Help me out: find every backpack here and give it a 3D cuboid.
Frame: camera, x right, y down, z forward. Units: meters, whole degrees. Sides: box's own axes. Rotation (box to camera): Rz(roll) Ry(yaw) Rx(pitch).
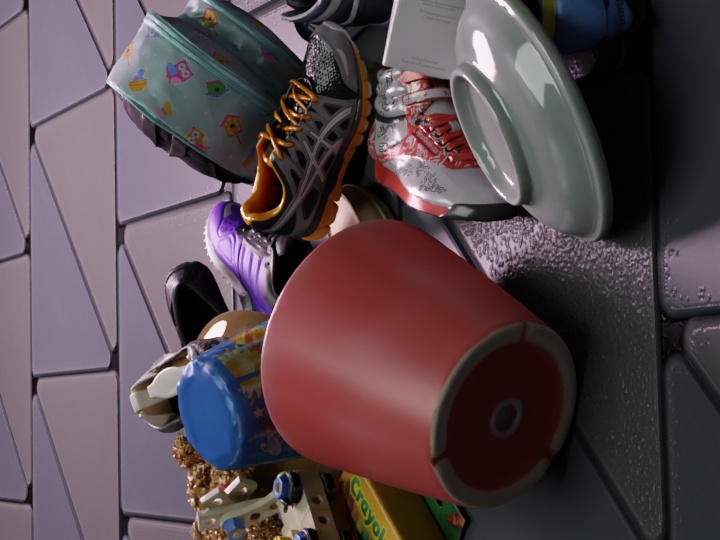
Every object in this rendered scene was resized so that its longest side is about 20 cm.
[{"bbox_3d":[-0.137,-0.168,1.562,0.154,0.175,0.200,-53,-5,11],"label":"backpack"}]

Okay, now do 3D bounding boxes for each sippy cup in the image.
[{"bbox_3d":[-0.078,0.104,1.413,0.139,0.130,0.179,28,124,43],"label":"sippy cup"}]

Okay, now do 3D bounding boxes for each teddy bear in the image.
[{"bbox_3d":[-0.119,0.239,1.587,0.144,0.067,0.201,13,127,39],"label":"teddy bear"}]

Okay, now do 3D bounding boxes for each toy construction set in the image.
[{"bbox_3d":[-0.062,0.249,1.453,0.200,0.092,0.132,55,134,32],"label":"toy construction set"}]

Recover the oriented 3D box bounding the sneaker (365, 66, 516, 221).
[{"bbox_3d":[0.063,-0.109,1.356,0.201,0.067,0.109,-147,60,-60],"label":"sneaker"}]

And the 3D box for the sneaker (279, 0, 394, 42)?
[{"bbox_3d":[-0.040,-0.244,1.507,0.200,0.108,0.071,1,90,61],"label":"sneaker"}]

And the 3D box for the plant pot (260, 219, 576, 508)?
[{"bbox_3d":[0.053,0.081,1.264,0.177,0.199,0.202,24,110,48],"label":"plant pot"}]

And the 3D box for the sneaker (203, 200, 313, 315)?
[{"bbox_3d":[-0.085,-0.010,1.635,0.100,0.069,0.201,-56,45,34],"label":"sneaker"}]

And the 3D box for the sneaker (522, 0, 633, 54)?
[{"bbox_3d":[0.146,-0.207,1.229,0.200,0.078,0.066,-107,14,-63],"label":"sneaker"}]

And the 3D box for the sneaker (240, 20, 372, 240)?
[{"bbox_3d":[-0.048,-0.115,1.442,0.078,0.077,0.201,39,124,48],"label":"sneaker"}]

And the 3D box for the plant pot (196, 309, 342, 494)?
[{"bbox_3d":[-0.089,0.133,1.565,0.199,0.027,0.201,20,125,32],"label":"plant pot"}]

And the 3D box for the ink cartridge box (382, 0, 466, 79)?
[{"bbox_3d":[0.070,-0.260,1.303,0.117,0.067,0.201,-81,4,-70],"label":"ink cartridge box"}]

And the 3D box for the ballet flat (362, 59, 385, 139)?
[{"bbox_3d":[-0.034,-0.116,1.536,0.200,0.069,0.070,-60,40,40],"label":"ballet flat"}]

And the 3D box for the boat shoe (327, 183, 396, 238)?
[{"bbox_3d":[0.000,0.000,1.470,0.072,0.065,0.201,-61,39,40],"label":"boat shoe"}]

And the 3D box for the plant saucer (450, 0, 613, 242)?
[{"bbox_3d":[0.108,-0.104,1.190,0.201,0.050,0.200,62,171,17],"label":"plant saucer"}]

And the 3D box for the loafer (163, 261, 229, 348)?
[{"bbox_3d":[-0.137,0.088,1.644,0.070,0.068,0.202,-90,-23,-75],"label":"loafer"}]

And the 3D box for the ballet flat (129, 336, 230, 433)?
[{"bbox_3d":[-0.174,0.108,1.553,0.200,0.072,0.073,-31,62,53],"label":"ballet flat"}]

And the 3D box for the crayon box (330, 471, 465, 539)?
[{"bbox_3d":[0.015,0.244,1.448,0.127,0.050,0.201,58,137,46],"label":"crayon box"}]
